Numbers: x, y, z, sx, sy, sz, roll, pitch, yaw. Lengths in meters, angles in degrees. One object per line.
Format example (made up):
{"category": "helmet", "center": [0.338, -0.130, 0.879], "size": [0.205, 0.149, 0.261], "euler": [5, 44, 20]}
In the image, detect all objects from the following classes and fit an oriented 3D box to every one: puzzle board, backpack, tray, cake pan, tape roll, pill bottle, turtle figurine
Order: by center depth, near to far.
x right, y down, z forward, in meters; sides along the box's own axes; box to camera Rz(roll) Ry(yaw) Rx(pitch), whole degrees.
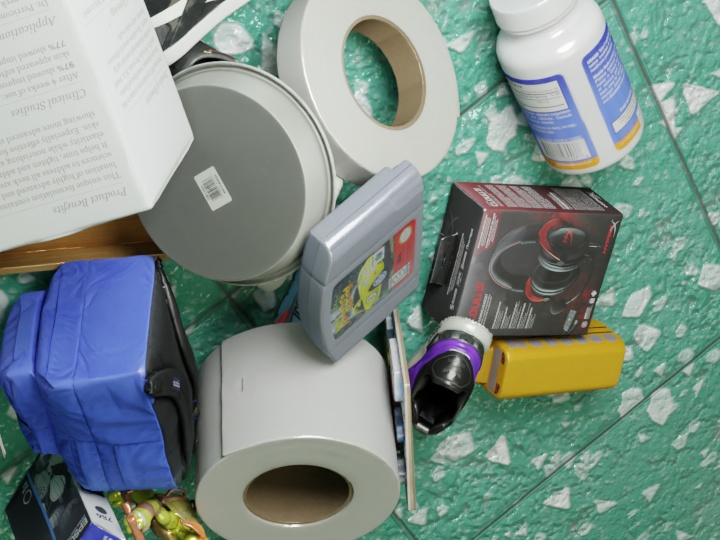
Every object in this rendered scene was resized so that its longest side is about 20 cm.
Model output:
{"category": "cake pan", "center": [-0.118, -0.078, 1.247], "size": [0.037, 0.199, 0.202], "euler": [-39, 145, -62]}
{"category": "tape roll", "center": [0.011, -0.175, 1.311], "size": [0.202, 0.037, 0.205], "euler": [15, 68, -40]}
{"category": "tray", "center": [-0.247, -0.056, 1.316], "size": [0.198, 0.037, 0.100], "euler": [-5, 118, -24]}
{"category": "backpack", "center": [-0.234, 0.103, 1.330], "size": [0.166, 0.164, 0.201], "euler": [-3, 139, 9]}
{"category": "turtle figurine", "center": [-0.198, 0.237, 1.409], "size": [0.065, 0.161, 0.200], "euler": [-53, 143, -6]}
{"category": "tape roll", "center": [-0.065, 0.167, 1.421], "size": [0.200, 0.140, 0.204], "euler": [-3, 138, -3]}
{"category": "pill bottle", "center": [0.200, -0.203, 1.423], "size": [0.112, 0.112, 0.201], "euler": [-35, 126, -6]}
{"category": "puzzle board", "center": [0.038, 0.124, 1.467], "size": [0.017, 0.201, 0.152], "euler": [-5, 120, -2]}

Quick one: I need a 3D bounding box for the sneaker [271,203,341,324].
{"category": "sneaker", "center": [-0.032, 0.040, 1.441], "size": [0.079, 0.096, 0.202], "euler": [0, 116, -28]}

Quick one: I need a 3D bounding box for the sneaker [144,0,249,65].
{"category": "sneaker", "center": [-0.142, -0.273, 1.230], "size": [0.200, 0.073, 0.112], "euler": [-43, 128, 1]}

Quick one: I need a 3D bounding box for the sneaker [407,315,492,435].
{"category": "sneaker", "center": [0.074, 0.133, 1.505], "size": [0.069, 0.100, 0.201], "euler": [22, 147, 1]}

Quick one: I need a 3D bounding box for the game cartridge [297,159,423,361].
{"category": "game cartridge", "center": [0.000, 0.000, 1.304], "size": [0.133, 0.041, 0.201], "euler": [-37, 155, -20]}

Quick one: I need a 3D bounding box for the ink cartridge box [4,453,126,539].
{"category": "ink cartridge box", "center": [-0.279, 0.248, 1.360], "size": [0.039, 0.200, 0.100], "euler": [27, 100, -36]}

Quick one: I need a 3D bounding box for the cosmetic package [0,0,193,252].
{"category": "cosmetic package", "center": [-0.254, -0.145, 1.131], "size": [0.166, 0.167, 0.202], "euler": [-14, 113, 12]}

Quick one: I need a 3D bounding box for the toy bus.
{"category": "toy bus", "center": [0.190, 0.098, 1.600], "size": [0.198, 0.078, 0.066], "euler": [-3, 117, -26]}

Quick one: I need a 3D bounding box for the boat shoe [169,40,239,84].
{"category": "boat shoe", "center": [-0.103, -0.142, 1.330], "size": [0.201, 0.063, 0.074], "euler": [36, 95, -38]}

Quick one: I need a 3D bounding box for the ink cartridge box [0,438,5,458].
{"category": "ink cartridge box", "center": [-0.381, 0.055, 1.217], "size": [0.083, 0.176, 0.202], "euler": [-22, 123, -15]}

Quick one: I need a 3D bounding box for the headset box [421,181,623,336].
{"category": "headset box", "center": [0.163, -0.011, 1.529], "size": [0.198, 0.075, 0.150], "euler": [1, 116, -28]}

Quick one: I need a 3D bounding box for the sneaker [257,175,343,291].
{"category": "sneaker", "center": [-0.097, -0.055, 1.347], "size": [0.110, 0.200, 0.077], "euler": [27, 63, -7]}
